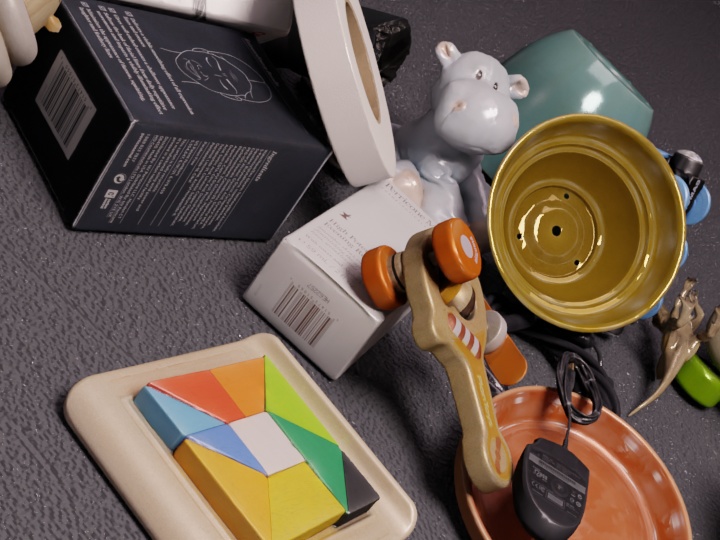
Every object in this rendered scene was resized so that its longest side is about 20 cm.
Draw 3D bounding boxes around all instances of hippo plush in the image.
[{"bbox_3d":[0.107,-0.123,1.222,0.158,0.161,0.201,28,31,-17],"label":"hippo plush"}]

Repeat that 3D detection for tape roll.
[{"bbox_3d":[-0.013,-0.171,1.047,0.203,0.037,0.205,-15,90,-82],"label":"tape roll"}]

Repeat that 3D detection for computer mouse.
[{"bbox_3d":[0.147,0.132,0.946,0.058,0.034,0.200,34,37,-4],"label":"computer mouse"}]

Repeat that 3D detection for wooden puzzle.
[{"bbox_3d":[-0.067,0.121,0.810,0.185,0.037,0.199,49,31,17],"label":"wooden puzzle"}]

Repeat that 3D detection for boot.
[{"bbox_3d":[-0.023,-0.250,1.249,0.167,0.077,0.201,18,48,17],"label":"boot"}]

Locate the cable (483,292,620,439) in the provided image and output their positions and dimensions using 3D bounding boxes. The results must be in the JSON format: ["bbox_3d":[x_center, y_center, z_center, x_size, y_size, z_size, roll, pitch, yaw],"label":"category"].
[{"bbox_3d":[0.153,0.085,1.095,0.163,0.051,0.200,36,30,-4],"label":"cable"}]

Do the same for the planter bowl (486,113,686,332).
[{"bbox_3d":[0.199,-0.041,1.184,0.200,0.201,0.083,32,-11,-11],"label":"planter bowl"}]

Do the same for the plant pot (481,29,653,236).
[{"bbox_3d":[0.218,-0.159,1.357,0.200,0.161,0.201,40,19,-16],"label":"plant pot"}]

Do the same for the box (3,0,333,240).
[{"bbox_3d":[-0.149,-0.115,0.980,0.199,0.107,0.149,2,44,-46],"label":"box"}]

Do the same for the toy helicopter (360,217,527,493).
[{"bbox_3d":[0.079,0.065,0.930,0.132,0.078,0.202,17,56,-59],"label":"toy helicopter"}]

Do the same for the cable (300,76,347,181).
[{"bbox_3d":[-0.021,-0.168,1.243,0.096,0.051,0.201,4,41,5],"label":"cable"}]

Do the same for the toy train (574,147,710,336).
[{"bbox_3d":[0.268,-0.038,1.261,0.114,0.201,0.086,33,16,33],"label":"toy train"}]

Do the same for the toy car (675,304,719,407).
[{"bbox_3d":[0.444,0.087,1.328,0.158,0.165,0.200,45,17,12],"label":"toy car"}]

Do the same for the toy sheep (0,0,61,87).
[{"bbox_3d":[-0.301,-0.177,0.878,0.199,0.138,0.138,-26,59,-13],"label":"toy sheep"}]

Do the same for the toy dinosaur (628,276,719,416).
[{"bbox_3d":[0.317,0.073,1.246,0.058,0.102,0.200,27,32,1],"label":"toy dinosaur"}]

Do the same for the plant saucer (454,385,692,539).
[{"bbox_3d":[0.159,0.180,0.950,0.199,0.032,0.201,16,46,-17],"label":"plant saucer"}]

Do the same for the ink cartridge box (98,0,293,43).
[{"bbox_3d":[-0.171,-0.252,1.071,0.198,0.085,0.146,7,0,-28],"label":"ink cartridge box"}]

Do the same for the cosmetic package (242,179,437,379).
[{"bbox_3d":[0.000,0.000,1.022,0.102,0.074,0.200,42,30,5],"label":"cosmetic package"}]
